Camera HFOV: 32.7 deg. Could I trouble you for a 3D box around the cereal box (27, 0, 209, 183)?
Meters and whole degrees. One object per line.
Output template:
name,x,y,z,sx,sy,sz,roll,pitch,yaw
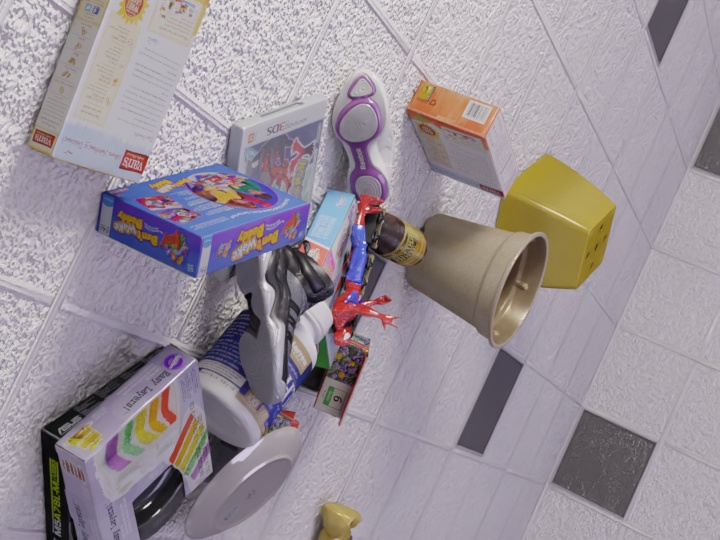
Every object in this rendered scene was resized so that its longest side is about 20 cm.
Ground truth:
cereal box,-0.227,-0.192,1.168,0.144,0.039,0.202,16,97,-66

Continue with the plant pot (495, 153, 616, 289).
plant pot,0.378,-0.078,2.363,0.200,0.175,0.202,-37,143,-48

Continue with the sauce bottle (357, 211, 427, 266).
sauce bottle,0.041,-0.050,1.825,0.200,0.066,0.067,19,95,-65

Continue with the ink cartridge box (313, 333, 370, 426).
ink cartridge box,-0.028,0.154,1.791,0.200,0.050,0.110,-62,174,-86

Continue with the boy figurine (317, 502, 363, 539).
boy figurine,-0.034,0.463,2.130,0.124,0.064,0.201,-44,151,-36

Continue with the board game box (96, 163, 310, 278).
board game box,-0.163,-0.058,1.306,0.199,0.133,0.045,-23,132,-57

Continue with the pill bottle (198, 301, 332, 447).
pill bottle,-0.125,0.113,1.557,0.201,0.119,0.120,-52,153,-29

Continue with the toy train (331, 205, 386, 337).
toy train,0.000,0.000,1.693,0.046,0.034,0.202,53,50,-75

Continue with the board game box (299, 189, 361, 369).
board game box,-0.043,0.014,1.691,0.201,0.040,0.154,85,23,-48

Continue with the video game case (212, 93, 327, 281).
video game case,-0.110,-0.104,1.511,0.182,0.023,0.202,-31,138,-53

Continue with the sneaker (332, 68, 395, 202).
sneaker,0.007,-0.190,1.647,0.100,0.074,0.202,-77,167,-48

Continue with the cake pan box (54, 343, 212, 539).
cake pan box,-0.247,0.212,1.370,0.184,0.052,0.202,-41,144,-39

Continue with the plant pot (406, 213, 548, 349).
plant pot,0.184,0.000,2.019,0.200,0.182,0.202,-45,148,-39

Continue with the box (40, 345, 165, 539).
box,-0.281,0.215,1.416,0.200,0.047,0.195,-38,141,-46

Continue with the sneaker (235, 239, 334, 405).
sneaker,-0.085,0.057,1.483,0.113,0.075,0.203,-3,86,-40

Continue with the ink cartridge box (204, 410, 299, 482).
ink cartridge box,-0.138,0.250,1.716,0.110,0.050,0.200,-66,155,1

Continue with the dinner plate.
dinner plate,-0.148,0.286,1.612,0.199,0.024,0.201,-37,155,-20

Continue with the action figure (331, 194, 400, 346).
action figure,0.018,0.010,1.630,0.065,0.098,0.202,98,8,-76

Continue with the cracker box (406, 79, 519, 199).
cracker box,0.157,-0.195,1.850,0.058,0.133,0.200,-60,156,-14
